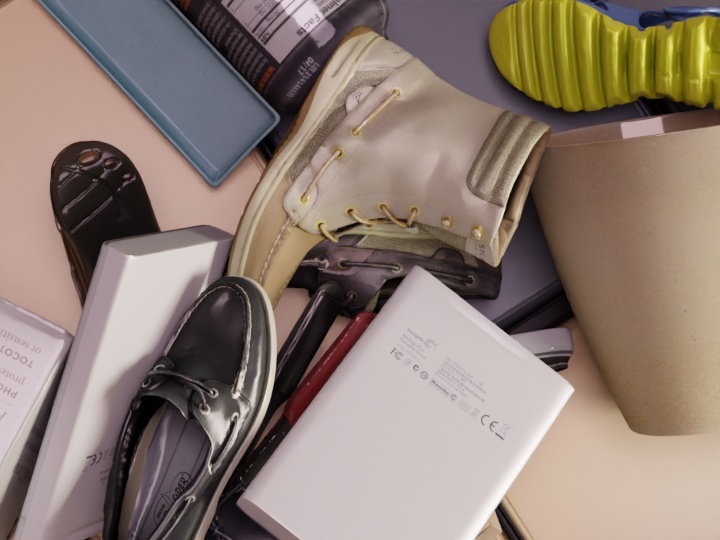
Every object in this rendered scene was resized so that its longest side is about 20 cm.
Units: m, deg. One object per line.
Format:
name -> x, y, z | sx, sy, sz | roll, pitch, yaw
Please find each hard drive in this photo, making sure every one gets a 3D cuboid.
hard drive -> 0.031, 0.110, 1.357 | 0.132, 0.025, 0.200 | 38, 62, 0
hard drive -> -0.148, 0.072, 1.355 | 0.027, 0.132, 0.201 | 25, 106, 21

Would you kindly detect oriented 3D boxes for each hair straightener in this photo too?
hair straightener -> -0.070, 0.090, 1.425 | 0.077, 0.041, 0.200 | 39, 100, 28

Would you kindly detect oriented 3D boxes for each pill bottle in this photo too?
pill bottle -> -0.054, -0.181, 1.459 | 0.106, 0.106, 0.200 | -43, 87, -9

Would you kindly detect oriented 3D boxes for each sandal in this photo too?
sandal -> 0.187, -0.151, 1.490 | 0.199, 0.087, 0.080 | 10, 108, 15

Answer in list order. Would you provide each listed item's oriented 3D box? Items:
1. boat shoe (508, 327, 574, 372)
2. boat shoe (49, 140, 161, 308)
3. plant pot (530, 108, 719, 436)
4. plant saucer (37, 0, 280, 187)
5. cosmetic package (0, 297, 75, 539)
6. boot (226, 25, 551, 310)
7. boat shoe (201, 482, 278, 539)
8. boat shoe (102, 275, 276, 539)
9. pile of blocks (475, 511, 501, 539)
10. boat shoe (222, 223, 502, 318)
boat shoe -> 0.052, 0.090, 1.447 | 0.199, 0.069, 0.057 | -18, 82, 1
boat shoe -> -0.155, 0.005, 1.439 | 0.075, 0.074, 0.201 | -19, 105, -15
plant pot -> 0.209, 0.002, 1.428 | 0.187, 0.187, 0.201 | -9, 97, -5
plant saucer -> -0.143, -0.152, 1.481 | 0.200, 0.019, 0.070 | 46, 106, 3
cosmetic package -> -0.289, 0.103, 1.364 | 0.166, 0.167, 0.201 | 26, 81, 3
boot -> 0.016, -0.035, 1.369 | 0.154, 0.072, 0.201 | 28, 91, 12
boat shoe -> -0.090, 0.175, 1.365 | 0.199, 0.062, 0.075 | -26, 56, 9
boat shoe -> -0.111, 0.093, 1.323 | 0.074, 0.066, 0.200 | 22, 86, 25
pile of blocks -> -0.003, 0.188, 1.409 | 0.199, 0.082, 0.062 | -12, 40, -6
boat shoe -> 0.000, 0.000, 1.453 | 0.200, 0.072, 0.066 | -6, 77, -9
